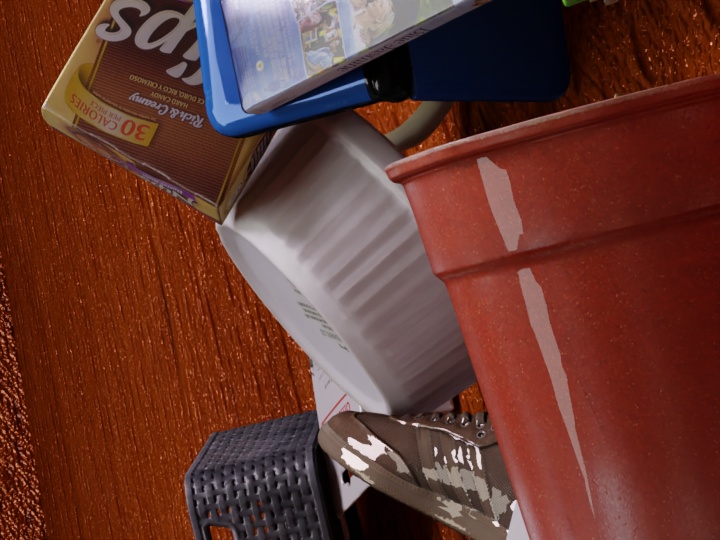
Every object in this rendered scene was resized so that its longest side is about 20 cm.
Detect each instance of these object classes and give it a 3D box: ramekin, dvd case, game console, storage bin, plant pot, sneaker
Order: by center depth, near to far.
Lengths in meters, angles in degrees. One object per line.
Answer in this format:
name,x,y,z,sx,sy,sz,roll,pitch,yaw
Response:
plant pot,0.128,0.029,0.983,0.201,0.200,0.197,165,92,-74
dvd case,-0.001,-0.179,1.215,0.199,0.017,0.144,-23,73,39
game console,0.005,-0.178,1.312,0.170,0.118,0.201,-13,78,29
sneaker,0.066,0.109,1.319,0.199,0.070,0.076,26,87,36
ramekin,0.000,0.000,1.395,0.202,0.094,0.202,47,170,11
storage bin,-0.055,0.184,1.690,0.200,0.093,0.136,-60,-43,-82

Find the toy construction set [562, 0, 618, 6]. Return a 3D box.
toy construction set,0.112,-0.212,1.123,0.131,0.091,0.201,58,-152,-69

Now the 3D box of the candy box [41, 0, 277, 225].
candy box,-0.078,-0.141,1.342,0.201,0.116,0.056,-61,-4,-8

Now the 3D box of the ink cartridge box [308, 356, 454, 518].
ink cartridge box,0.009,0.054,1.602,0.116,0.067,0.201,125,138,-68

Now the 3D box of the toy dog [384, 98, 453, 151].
toy dog,-0.035,-0.170,1.456,0.140,0.199,0.195,-123,32,-60

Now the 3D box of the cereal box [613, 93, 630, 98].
cereal box,0.131,0.033,1.186,0.201,0.039,0.144,110,151,-42

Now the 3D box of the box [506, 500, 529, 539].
box,0.139,0.210,1.113,0.201,0.106,0.153,-110,22,-44
